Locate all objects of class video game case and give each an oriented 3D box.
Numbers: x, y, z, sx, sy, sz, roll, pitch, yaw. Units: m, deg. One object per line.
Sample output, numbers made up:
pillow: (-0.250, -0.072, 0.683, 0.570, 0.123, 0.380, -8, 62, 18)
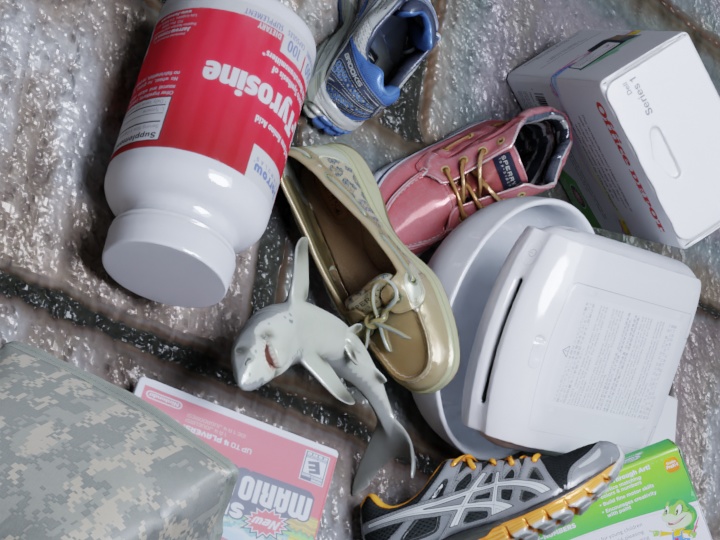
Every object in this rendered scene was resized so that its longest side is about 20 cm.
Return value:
video game case: (-0.101, 0.168, 1.465, 0.143, 0.017, 0.200, 21, 47, -6)

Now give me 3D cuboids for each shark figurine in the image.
shark figurine: (-0.040, 0.066, 1.586, 0.214, 0.089, 0.128, 39, 44, -49)

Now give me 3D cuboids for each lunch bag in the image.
lunch bag: (-0.203, 0.134, 1.359, 0.164, 0.200, 0.118, -30, 144, -43)

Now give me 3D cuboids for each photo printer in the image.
photo printer: (0.156, 0.056, 1.688, 0.200, 0.069, 0.167, 13, 97, -51)

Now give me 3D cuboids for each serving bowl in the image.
serving bowl: (0.097, 0.036, 1.717, 0.200, 0.066, 0.200, -24, 123, -43)

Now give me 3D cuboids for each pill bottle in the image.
pill bottle: (-0.105, -0.082, 1.539, 0.112, 0.112, 0.200, 35, 56, -34)

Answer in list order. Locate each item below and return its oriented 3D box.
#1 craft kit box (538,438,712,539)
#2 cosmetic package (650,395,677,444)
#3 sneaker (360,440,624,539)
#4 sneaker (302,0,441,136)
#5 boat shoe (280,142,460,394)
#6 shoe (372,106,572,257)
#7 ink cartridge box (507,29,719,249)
craft kit box: (0.170, 0.250, 1.685, 0.049, 0.200, 0.198, -117, -173, -82)
cosmetic package: (0.194, 0.193, 1.786, 0.051, 0.083, 0.200, 25, 62, -39)
sneaker: (0.090, 0.161, 1.622, 0.078, 0.200, 0.077, 67, -2, -74)
sneaker: (0.028, -0.185, 1.721, 0.077, 0.085, 0.200, 42, 52, -30)
boat shoe: (0.000, 0.000, 1.625, 0.063, 0.073, 0.200, -2, 56, -56)
shoe: (0.077, -0.067, 1.733, 0.200, 0.091, 0.072, -36, 105, -44)
ink cartridge box: (0.211, -0.106, 1.794, 0.084, 0.200, 0.145, -32, 104, -11)
